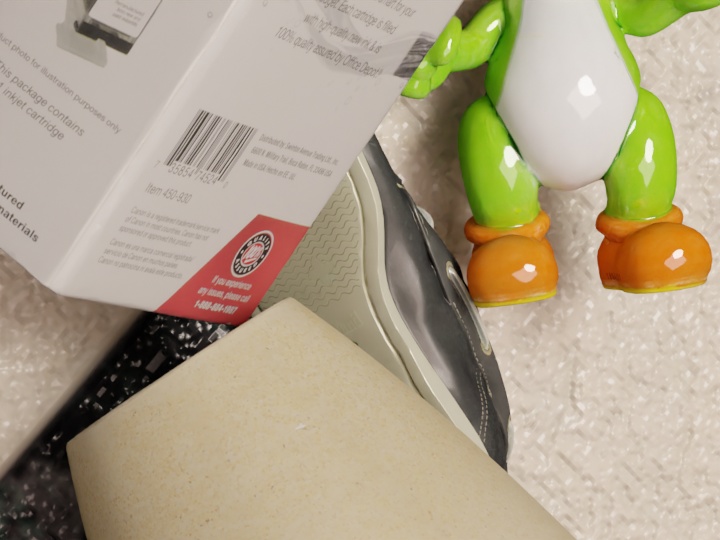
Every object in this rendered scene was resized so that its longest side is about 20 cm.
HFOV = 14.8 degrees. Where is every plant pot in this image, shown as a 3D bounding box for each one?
[{"bbox_3d":[-0.009,0.118,0.940,0.187,0.187,0.200,-34,89,-17],"label":"plant pot"}]

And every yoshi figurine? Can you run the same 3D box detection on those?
[{"bbox_3d":[0.075,-0.089,0.987,0.112,0.112,0.201,-9,96,-48],"label":"yoshi figurine"}]

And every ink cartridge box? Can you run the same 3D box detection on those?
[{"bbox_3d":[-0.040,-0.089,0.901,0.200,0.083,0.147,-55,159,8],"label":"ink cartridge box"}]

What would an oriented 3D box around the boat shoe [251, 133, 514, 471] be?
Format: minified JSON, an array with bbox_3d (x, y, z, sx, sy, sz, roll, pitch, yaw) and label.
[{"bbox_3d":[0.000,0.000,1.017,0.068,0.072,0.200,-40,109,-56],"label":"boat shoe"}]
